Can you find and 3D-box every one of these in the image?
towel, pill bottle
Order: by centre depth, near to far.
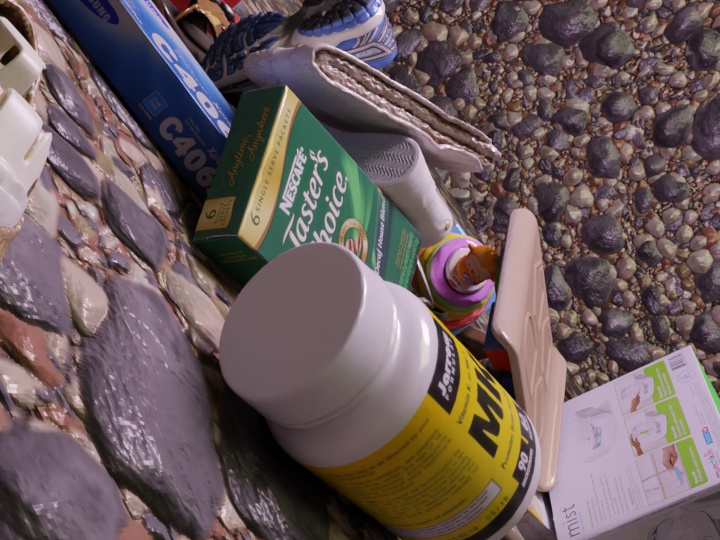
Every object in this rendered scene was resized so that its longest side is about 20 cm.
[{"bbox_3d":[0.015,0.078,0.612,0.200,0.114,0.115,45,14,-42],"label":"pill bottle"},{"bbox_3d":[0.009,-0.127,0.866,0.199,0.035,0.132,25,-7,-31],"label":"towel"}]

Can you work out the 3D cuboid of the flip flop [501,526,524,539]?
[{"bbox_3d":[0.104,0.154,0.927,0.081,0.057,0.201,43,16,-48],"label":"flip flop"}]

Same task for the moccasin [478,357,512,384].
[{"bbox_3d":[0.159,0.161,1.142,0.201,0.077,0.074,49,26,-49],"label":"moccasin"}]

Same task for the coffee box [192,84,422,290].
[{"bbox_3d":[-0.029,-0.023,0.757,0.200,0.044,0.124,45,51,-44],"label":"coffee box"}]

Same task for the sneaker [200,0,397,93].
[{"bbox_3d":[-0.057,-0.179,0.925,0.085,0.199,0.078,50,40,-39],"label":"sneaker"}]

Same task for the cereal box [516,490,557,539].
[{"bbox_3d":[0.166,0.224,1.038,0.200,0.039,0.144,46,15,-42],"label":"cereal box"}]

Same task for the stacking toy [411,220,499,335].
[{"bbox_3d":[0.104,0.004,1.095,0.116,0.109,0.200,55,-12,-1],"label":"stacking toy"}]

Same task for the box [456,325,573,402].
[{"bbox_3d":[0.176,0.127,1.222,0.164,0.021,0.200,50,-14,-31],"label":"box"}]

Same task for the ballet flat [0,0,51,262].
[{"bbox_3d":[-0.152,-0.057,0.407,0.071,0.065,0.201,46,14,-39],"label":"ballet flat"}]

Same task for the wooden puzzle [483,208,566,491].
[{"bbox_3d":[0.149,0.073,0.986,0.186,0.046,0.201,-72,150,-49],"label":"wooden puzzle"}]

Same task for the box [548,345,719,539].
[{"bbox_3d":[0.269,0.190,0.997,0.097,0.176,0.200,55,17,-23],"label":"box"}]

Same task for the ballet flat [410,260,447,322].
[{"bbox_3d":[0.016,-0.018,1.059,0.201,0.063,0.067,54,10,-6],"label":"ballet flat"}]

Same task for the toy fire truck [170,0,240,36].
[{"bbox_3d":[-0.183,-0.302,1.099,0.200,0.049,0.142,40,18,-53],"label":"toy fire truck"}]

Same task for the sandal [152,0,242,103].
[{"bbox_3d":[-0.142,-0.221,1.006,0.082,0.054,0.200,60,11,28],"label":"sandal"}]

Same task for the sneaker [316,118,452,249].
[{"bbox_3d":[-0.017,-0.067,0.892,0.199,0.074,0.116,18,-22,35],"label":"sneaker"}]

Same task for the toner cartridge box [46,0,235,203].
[{"bbox_3d":[-0.143,-0.137,0.771,0.201,0.043,0.095,53,9,-10],"label":"toner cartridge box"}]

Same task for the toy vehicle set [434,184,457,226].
[{"bbox_3d":[0.027,-0.127,1.028,0.201,0.026,0.124,59,2,-6],"label":"toy vehicle set"}]
